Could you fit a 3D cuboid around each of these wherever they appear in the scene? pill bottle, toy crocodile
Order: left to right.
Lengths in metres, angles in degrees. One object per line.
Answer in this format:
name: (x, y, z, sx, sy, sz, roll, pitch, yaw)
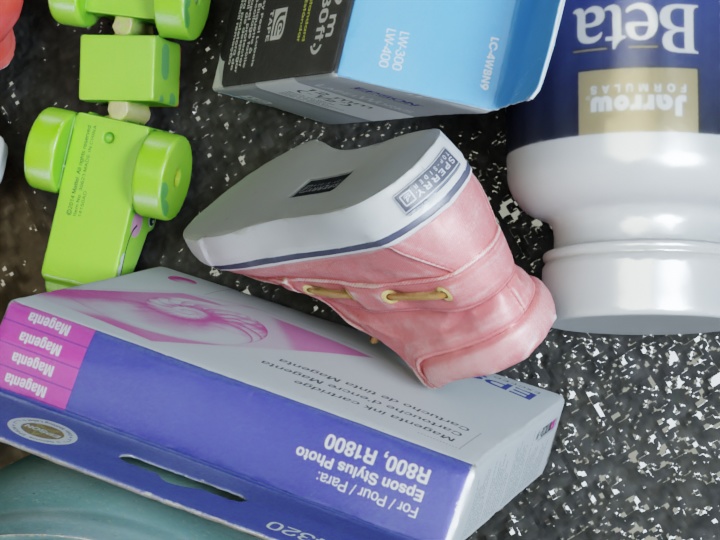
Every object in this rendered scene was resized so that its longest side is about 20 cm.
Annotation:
toy crocodile: (-0.103, -0.083, 0.969, 0.067, 0.062, 0.200, 8, 90, 15)
pill bottle: (0.114, -0.077, 0.880, 0.111, 0.111, 0.200, -2, 82, 14)

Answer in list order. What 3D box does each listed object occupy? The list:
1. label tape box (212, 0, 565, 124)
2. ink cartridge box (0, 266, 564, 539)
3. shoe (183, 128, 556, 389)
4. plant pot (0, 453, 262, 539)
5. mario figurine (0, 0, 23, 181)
label tape box: (0.017, -0.137, 0.873, 0.066, 0.200, 0.143, 15, 85, -22)
ink cartridge box: (-0.037, 0.051, 0.857, 0.196, 0.200, 0.043, 18, 100, 15)
shoe: (0.000, 0.000, 0.889, 0.071, 0.200, 0.091, -42, 107, -22)
plant pot: (-0.088, 0.143, 0.872, 0.200, 0.134, 0.200, 6, 123, 10)
mario figurine: (-0.228, -0.077, 1.002, 0.200, 0.106, 0.123, -34, 112, 19)
